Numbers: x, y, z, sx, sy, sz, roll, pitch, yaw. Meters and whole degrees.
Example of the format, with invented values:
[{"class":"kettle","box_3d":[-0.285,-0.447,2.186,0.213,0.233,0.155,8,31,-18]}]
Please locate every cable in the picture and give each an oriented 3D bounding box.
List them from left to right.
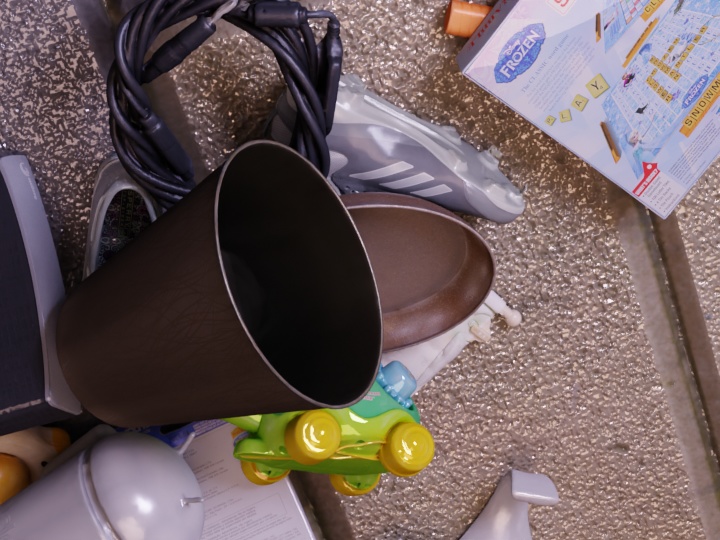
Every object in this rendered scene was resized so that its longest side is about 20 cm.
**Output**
[{"class":"cable","box_3d":[-0.099,-0.106,1.204,0.161,0.051,0.201,6,122,-9]}]

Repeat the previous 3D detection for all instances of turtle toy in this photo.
[{"class":"turtle toy","box_3d":[-0.038,0.105,1.295,0.198,0.146,0.102,11,71,-20]}]

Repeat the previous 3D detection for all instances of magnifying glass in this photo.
[{"class":"magnifying glass","box_3d":[0.160,-0.169,1.265,0.198,0.022,0.080,10,114,-8]}]

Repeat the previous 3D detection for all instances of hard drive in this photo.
[{"class":"hard drive","box_3d":[-0.285,0.022,1.249,0.134,0.042,0.202,-15,78,3]}]

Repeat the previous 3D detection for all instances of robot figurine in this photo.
[{"class":"robot figurine","box_3d":[-0.198,0.196,1.282,0.199,0.170,0.113,-33,140,14]}]

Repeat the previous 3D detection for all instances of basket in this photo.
[{"class":"basket","box_3d":[-0.105,0.031,1.164,0.199,0.136,0.182,-23,88,42]}]

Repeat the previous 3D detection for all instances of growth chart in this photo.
[{"class":"growth chart","box_3d":[0.009,0.051,1.357,0.200,0.018,0.145,-38,111,13]}]

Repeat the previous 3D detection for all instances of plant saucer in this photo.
[{"class":"plant saucer","box_3d":[0.000,0.000,1.266,0.198,0.032,0.201,-5,146,-4]}]

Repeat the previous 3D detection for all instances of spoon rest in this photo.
[{"class":"spoon rest","box_3d":[0.118,0.239,1.440,0.098,0.061,0.201,11,127,-8]}]

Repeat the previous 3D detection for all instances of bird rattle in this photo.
[{"class":"bird rattle","box_3d":[-0.316,0.169,1.345,0.162,0.113,0.201,13,117,-30]}]

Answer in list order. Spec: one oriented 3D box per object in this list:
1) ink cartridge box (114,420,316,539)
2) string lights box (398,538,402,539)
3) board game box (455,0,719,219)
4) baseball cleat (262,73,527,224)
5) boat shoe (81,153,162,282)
[{"class":"ink cartridge box","box_3d":[-0.108,0.196,1.358,0.118,0.042,0.202,-24,89,-10]},{"class":"string lights box","box_3d":[-0.002,0.327,1.395,0.200,0.103,0.059,-42,138,-10]},{"class":"board game box","box_3d":[0.206,-0.171,1.236,0.199,0.041,0.200,34,107,-18]},{"class":"baseball cleat","box_3d":[0.022,-0.074,1.281,0.199,0.070,0.107,32,115,-7]},{"class":"boat shoe","box_3d":[-0.181,0.014,1.295,0.069,0.072,0.203,2,114,-5]}]
